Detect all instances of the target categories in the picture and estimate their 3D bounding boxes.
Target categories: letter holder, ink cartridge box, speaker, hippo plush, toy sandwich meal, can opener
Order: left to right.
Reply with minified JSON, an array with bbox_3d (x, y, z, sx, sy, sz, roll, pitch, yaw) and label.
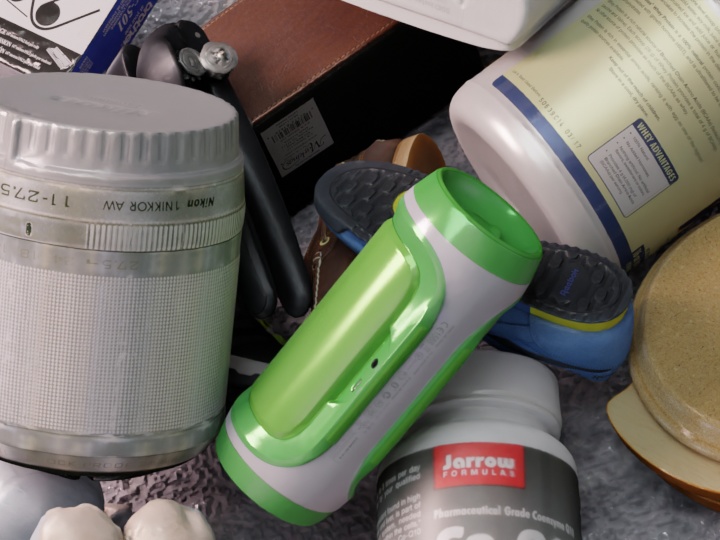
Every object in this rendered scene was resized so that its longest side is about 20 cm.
[{"bbox_3d":[-0.236,-0.178,1.767,0.200,0.044,0.094,26,76,24],"label":"ink cartridge box"},{"bbox_3d":[-0.142,0.173,1.570,0.159,0.200,0.161,-27,36,1],"label":"hippo plush"},{"bbox_3d":[-0.078,-0.059,1.614,0.063,0.079,0.200,-14,65,-38],"label":"can opener"},{"bbox_3d":[-0.049,-0.134,1.728,0.200,0.101,0.142,-35,57,-5],"label":"letter holder"},{"bbox_3d":[0.009,0.042,1.502,0.200,0.088,0.088,-50,57,19],"label":"speaker"},{"bbox_3d":[0.240,0.049,1.569,0.205,0.070,0.206,-8,53,10],"label":"toy sandwich meal"}]

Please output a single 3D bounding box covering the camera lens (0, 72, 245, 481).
[{"bbox_3d":[-0.147,0.004,1.533,0.160,0.160,0.201,12,106,21],"label":"camera lens"}]

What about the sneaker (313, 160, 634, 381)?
[{"bbox_3d":[0.060,0.006,1.575,0.200,0.079,0.066,25,54,16],"label":"sneaker"}]

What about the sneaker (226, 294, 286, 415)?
[{"bbox_3d":[-0.074,0.040,1.656,0.200,0.072,0.083,14,64,21],"label":"sneaker"}]

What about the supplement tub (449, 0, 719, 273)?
[{"bbox_3d":[0.168,-0.099,1.620,0.200,0.145,0.145,-36,59,-5],"label":"supplement tub"}]

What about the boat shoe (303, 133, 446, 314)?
[{"bbox_3d":[0.000,0.000,1.644,0.070,0.070,0.200,-12,35,25],"label":"boat shoe"}]

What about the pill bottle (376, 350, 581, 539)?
[{"bbox_3d":[0.065,0.152,1.530,0.114,0.114,0.200,-7,61,12],"label":"pill bottle"}]

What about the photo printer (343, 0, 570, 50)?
[{"bbox_3d":[0.068,-0.212,1.646,0.166,0.070,0.200,20,37,20],"label":"photo printer"}]
